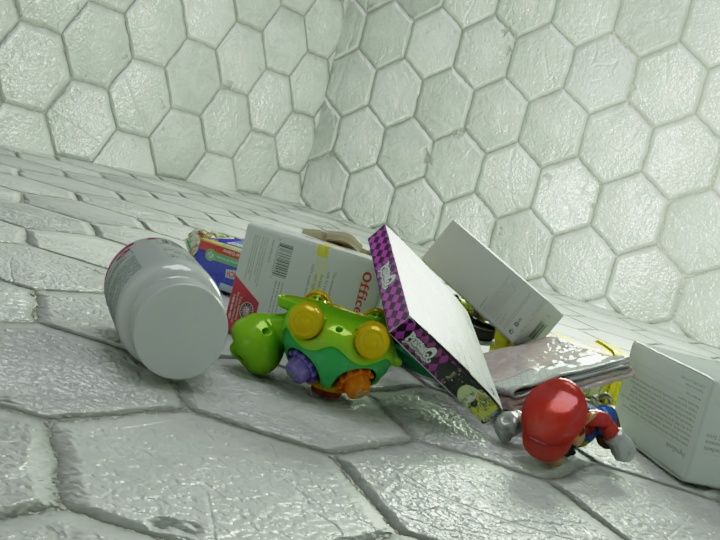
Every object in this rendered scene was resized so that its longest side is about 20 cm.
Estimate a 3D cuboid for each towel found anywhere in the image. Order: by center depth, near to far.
[{"bbox_3d":[0.226,0.131,1.167,0.196,0.033,0.190,-11,8,-23],"label":"towel"}]

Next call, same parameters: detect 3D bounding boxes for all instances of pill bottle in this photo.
[{"bbox_3d":[-0.208,0.038,0.941,0.111,0.116,0.200,12,8,-23],"label":"pill bottle"}]

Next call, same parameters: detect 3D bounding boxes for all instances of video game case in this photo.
[{"bbox_3d":[0.086,0.060,1.050,0.181,0.036,0.201,45,17,-29],"label":"video game case"}]

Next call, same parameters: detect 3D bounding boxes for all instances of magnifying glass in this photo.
[{"bbox_3d":[0.060,0.122,1.293,0.197,0.023,0.079,23,9,33],"label":"magnifying glass"}]

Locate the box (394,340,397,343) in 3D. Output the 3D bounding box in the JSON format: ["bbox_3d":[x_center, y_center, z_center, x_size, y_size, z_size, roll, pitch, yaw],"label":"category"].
[{"bbox_3d":[-0.029,0.036,1.292,0.196,0.045,0.160,22,-12,8],"label":"box"}]

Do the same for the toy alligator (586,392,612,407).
[{"bbox_3d":[0.268,0.169,1.266,0.197,0.060,0.055,20,-32,34],"label":"toy alligator"}]

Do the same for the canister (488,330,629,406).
[{"bbox_3d":[0.314,0.144,1.423,0.195,0.089,0.149,14,6,-2],"label":"canister"}]

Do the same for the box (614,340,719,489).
[{"bbox_3d":[0.468,0.196,1.158,0.195,0.134,0.200,14,6,-14],"label":"box"}]

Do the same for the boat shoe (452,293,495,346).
[{"bbox_3d":[0.120,0.059,1.370,0.198,0.062,0.072,22,8,19],"label":"boat shoe"}]

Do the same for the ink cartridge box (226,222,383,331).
[{"bbox_3d":[-0.064,0.034,1.170,0.196,0.148,0.083,17,5,12],"label":"ink cartridge box"}]

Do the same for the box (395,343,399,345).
[{"bbox_3d":[0.053,0.086,1.449,0.196,0.045,0.160,18,7,19],"label":"box"}]

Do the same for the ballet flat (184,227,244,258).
[{"bbox_3d":[-0.235,-0.027,1.671,0.196,0.077,0.065,9,39,-18],"label":"ballet flat"}]

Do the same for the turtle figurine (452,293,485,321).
[{"bbox_3d":[0.183,0.058,1.482,0.157,0.066,0.200,6,5,-2],"label":"turtle figurine"}]

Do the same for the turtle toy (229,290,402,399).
[{"bbox_3d":[-0.049,0.083,0.994,0.196,0.103,0.146,15,6,3],"label":"turtle toy"}]

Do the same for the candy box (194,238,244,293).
[{"bbox_3d":[-0.161,0.003,1.484,0.166,0.079,0.199,19,9,20],"label":"candy box"}]

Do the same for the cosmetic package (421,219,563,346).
[{"bbox_3d":[0.197,0.026,1.334,0.200,0.085,0.107,45,8,29],"label":"cosmetic package"}]

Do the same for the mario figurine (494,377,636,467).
[{"bbox_3d":[0.232,0.190,1.007,0.199,0.122,0.108,19,42,-58],"label":"mario figurine"}]

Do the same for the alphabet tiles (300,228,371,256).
[{"bbox_3d":[0.000,0.000,1.274,0.193,0.015,0.200,8,-24,40],"label":"alphabet tiles"}]
